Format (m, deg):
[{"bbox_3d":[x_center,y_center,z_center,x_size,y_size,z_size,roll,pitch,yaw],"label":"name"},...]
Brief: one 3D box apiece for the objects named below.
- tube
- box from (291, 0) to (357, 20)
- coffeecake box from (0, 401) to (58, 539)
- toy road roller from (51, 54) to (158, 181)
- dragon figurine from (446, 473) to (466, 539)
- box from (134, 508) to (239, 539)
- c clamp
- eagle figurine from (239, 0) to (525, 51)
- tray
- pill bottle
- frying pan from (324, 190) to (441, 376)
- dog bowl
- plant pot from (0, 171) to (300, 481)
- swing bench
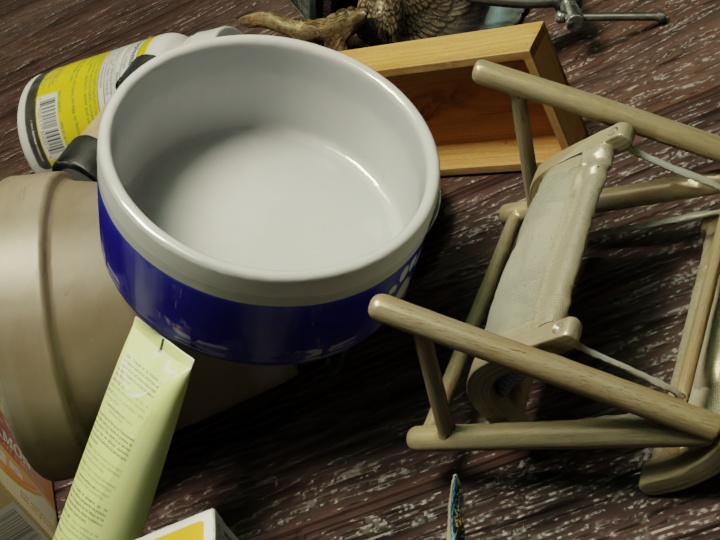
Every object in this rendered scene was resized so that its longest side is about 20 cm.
[{"bbox_3d":[-0.143,0.133,0.748,0.057,0.052,0.203,19,95,10],"label":"tube"},{"bbox_3d":[0.010,-0.301,1.113,0.158,0.046,0.200,-37,-7,-8],"label":"box"},{"bbox_3d":[-0.283,0.095,0.889,0.073,0.154,0.201,-30,37,1],"label":"coffeecake box"},{"bbox_3d":[-0.133,-0.058,1.008,0.198,0.147,0.124,26,60,8],"label":"toy road roller"},{"bbox_3d":[0.069,0.191,0.602,0.098,0.059,0.202,-10,42,27],"label":"dragon figurine"},{"bbox_3d":[-0.134,0.226,0.667,0.198,0.113,0.102,-24,37,13],"label":"box"},{"bbox_3d":[0.125,-0.246,1.016,0.168,0.027,0.201,-3,45,-13],"label":"c clamp"},{"bbox_3d":[0.030,-0.208,1.056,0.152,0.152,0.199,47,38,16],"label":"eagle figurine"},{"bbox_3d":[0.055,-0.117,0.929,0.198,0.099,0.037,0,45,36],"label":"tray"},{"bbox_3d":[-0.185,-0.137,1.116,0.198,0.115,0.115,-11,41,25],"label":"pill bottle"},{"bbox_3d":[0.015,-0.009,0.893,0.114,0.031,0.191,-27,40,8],"label":"frying pan"},{"bbox_3d":[-0.056,-0.045,0.769,0.197,0.079,0.202,6,48,-7],"label":"dog bowl"},{"bbox_3d":[-0.133,0.023,0.853,0.171,0.202,0.201,-10,39,3],"label":"plant pot"},{"bbox_3d":[0.136,0.001,0.710,0.197,0.131,0.200,7,50,24],"label":"swing bench"}]
